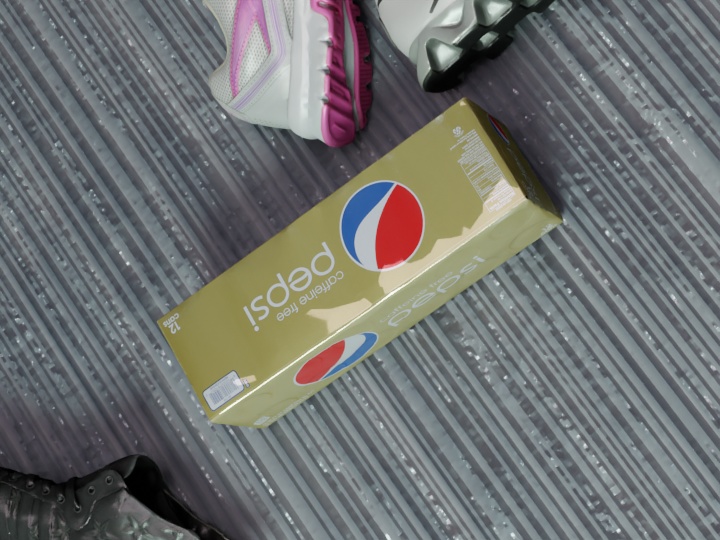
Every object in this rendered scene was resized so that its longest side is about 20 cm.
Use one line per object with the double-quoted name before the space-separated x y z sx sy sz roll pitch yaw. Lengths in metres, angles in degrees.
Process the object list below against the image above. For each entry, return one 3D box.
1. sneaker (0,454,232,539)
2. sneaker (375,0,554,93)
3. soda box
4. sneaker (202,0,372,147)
"sneaker" -0.145 0.131 0.988 0.200 0.060 0.104 41 99 16
"sneaker" 0.085 -0.186 0.930 0.200 0.074 0.089 -37 73 13
"soda box" 0.000 0.000 0.941 0.200 0.068 0.064 -35 71 14
"sneaker" -0.042 -0.166 0.975 0.088 0.081 0.201 2 83 20
